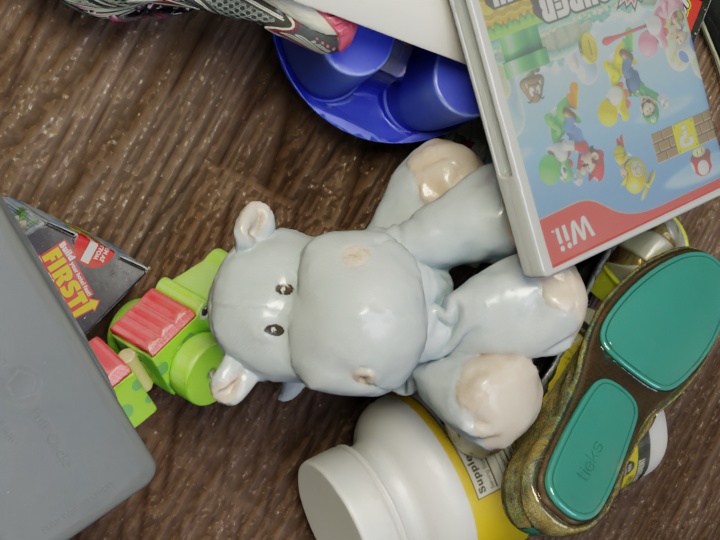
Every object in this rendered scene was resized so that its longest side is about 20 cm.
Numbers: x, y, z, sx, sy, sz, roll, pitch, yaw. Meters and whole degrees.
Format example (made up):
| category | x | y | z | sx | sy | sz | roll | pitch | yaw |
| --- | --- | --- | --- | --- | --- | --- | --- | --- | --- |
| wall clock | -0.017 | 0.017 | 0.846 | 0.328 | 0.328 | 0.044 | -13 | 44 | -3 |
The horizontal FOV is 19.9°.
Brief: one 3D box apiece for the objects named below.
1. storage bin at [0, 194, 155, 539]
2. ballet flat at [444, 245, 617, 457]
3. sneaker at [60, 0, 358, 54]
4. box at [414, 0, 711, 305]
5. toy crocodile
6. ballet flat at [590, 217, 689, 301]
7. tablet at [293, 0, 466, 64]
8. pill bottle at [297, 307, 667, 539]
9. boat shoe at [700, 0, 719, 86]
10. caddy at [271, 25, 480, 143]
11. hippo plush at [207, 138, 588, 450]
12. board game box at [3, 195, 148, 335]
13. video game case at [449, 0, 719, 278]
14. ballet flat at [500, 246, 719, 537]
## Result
| category | x | y | z | sx | sy | sz | roll | pitch | yaw |
| --- | --- | --- | --- | --- | --- | --- | --- | --- | --- |
| storage bin | -0.189 | 0.044 | 0.931 | 0.146 | 0.134 | 0.200 | -34 | 111 | -16 |
| ballet flat | 0.094 | 0.012 | 1.103 | 0.066 | 0.057 | 0.200 | 18 | 103 | -17 |
| sneaker | -0.095 | -0.151 | 1.008 | 0.200 | 0.081 | 0.075 | 22 | 114 | 6 |
| box | 0.110 | -0.092 | 1.197 | 0.137 | 0.040 | 0.200 | 18 | 97 | -32 |
| toy crocodile | -0.130 | 0.059 | 1.082 | 0.200 | 0.068 | 0.062 | -43 | 140 | -19 |
| ballet flat | 0.143 | -0.032 | 1.171 | 0.067 | 0.067 | 0.200 | -48 | 123 | -9 |
| tablet | 0.026 | -0.177 | 0.983 | 0.200 | 0.014 | 0.130 | 15 | 89 | -41 |
| pill bottle | 0.070 | 0.108 | 1.197 | 0.200 | 0.112 | 0.112 | -25 | 117 | -20 |
| boat shoe | 0.263 | -0.123 | 1.261 | 0.075 | 0.062 | 0.200 | -42 | 123 | -13 |
| caddy | 0.034 | -0.166 | 1.092 | 0.141 | 0.105 | 0.200 | 19 | 88 | -15 |
| hippo plush | 0.000 | 0.000 | 1.049 | 0.161 | 0.200 | 0.159 | 13 | 88 | -51 |
| board game box | -0.220 | 0.005 | 1.029 | 0.200 | 0.062 | 0.200 | -34 | 119 | -17 |
| video game case | 0.111 | -0.113 | 1.025 | 0.143 | 0.017 | 0.200 | -24 | 103 | -35 |
| ballet flat | 0.136 | 0.066 | 1.130 | 0.200 | 0.071 | 0.071 | -55 | 126 | -30 |
